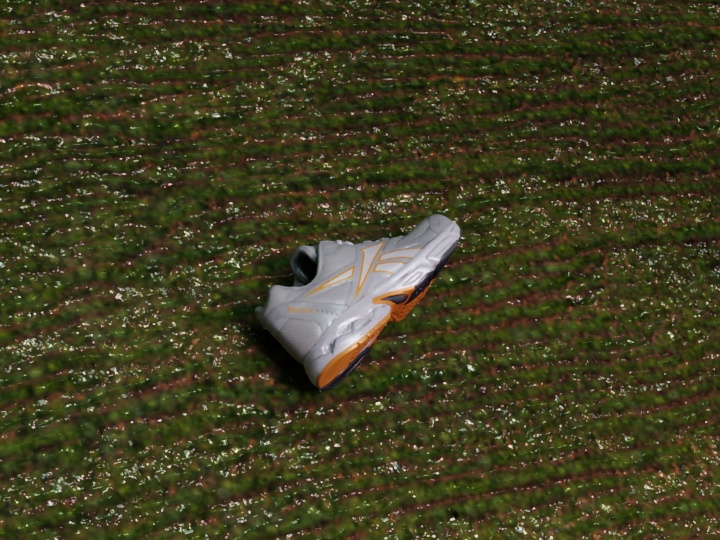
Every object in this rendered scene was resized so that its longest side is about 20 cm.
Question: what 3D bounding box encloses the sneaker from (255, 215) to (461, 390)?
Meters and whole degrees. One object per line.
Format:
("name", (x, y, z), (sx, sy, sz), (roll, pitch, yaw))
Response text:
("sneaker", (0.000, 0.000, 1.280), (0.092, 0.076, 0.200), (40, 46, 8))
